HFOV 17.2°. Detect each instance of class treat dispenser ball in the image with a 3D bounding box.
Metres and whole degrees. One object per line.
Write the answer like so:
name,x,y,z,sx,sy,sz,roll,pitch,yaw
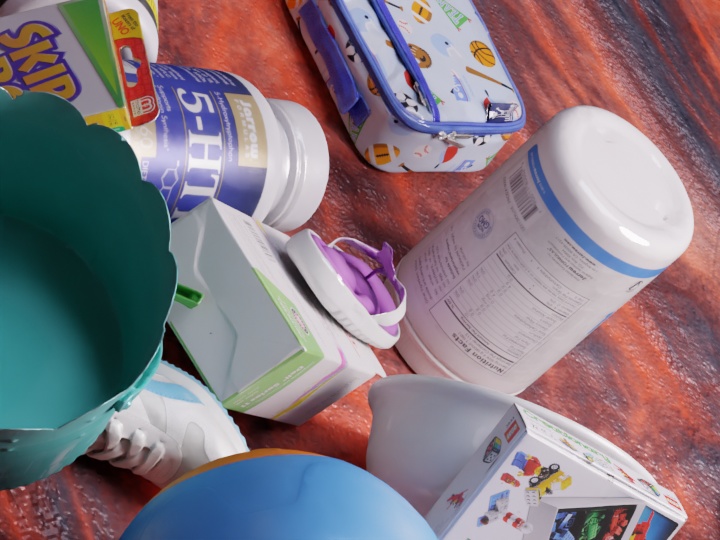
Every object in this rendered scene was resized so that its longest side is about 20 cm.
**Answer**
treat dispenser ball,-0.044,0.196,1.279,0.201,0.201,0.201,28,38,-25

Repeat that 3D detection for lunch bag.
lunch bag,0.033,-0.163,1.840,0.160,0.076,0.200,-1,55,-45

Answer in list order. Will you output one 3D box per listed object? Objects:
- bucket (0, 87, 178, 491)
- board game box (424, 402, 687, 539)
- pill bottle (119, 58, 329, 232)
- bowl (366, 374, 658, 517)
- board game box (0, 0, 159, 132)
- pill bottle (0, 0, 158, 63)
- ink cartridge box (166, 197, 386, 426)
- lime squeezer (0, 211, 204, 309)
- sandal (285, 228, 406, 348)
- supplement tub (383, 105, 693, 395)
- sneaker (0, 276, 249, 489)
bucket,-0.202,0.015,1.291,0.207,0.135,0.208,6,65,-12
board game box,0.085,0.188,1.429,0.126,0.200,0.035,30,17,-23
pill bottle,-0.121,-0.073,1.541,0.200,0.120,0.120,1,54,-46
bowl,0.082,0.150,1.509,0.201,0.201,0.091,31,70,-21
board game box,-0.225,-0.107,1.433,0.200,0.030,0.096,-13,55,-4
pill bottle,-0.192,-0.211,1.613,0.111,0.111,0.200,25,40,-28
ink cartridge box,-0.060,0.032,1.509,0.117,0.067,0.200,57,9,16
lime squeezer,-0.188,-0.030,1.404,0.200,0.071,0.038,41,69,-16
sandal,0.004,0.006,1.560,0.083,0.050,0.203,57,7,8
supplement tub,0.123,-0.009,1.665,0.132,0.200,0.132,27,39,-25
sneaker,-0.153,0.081,1.401,0.200,0.077,0.081,39,44,-2
